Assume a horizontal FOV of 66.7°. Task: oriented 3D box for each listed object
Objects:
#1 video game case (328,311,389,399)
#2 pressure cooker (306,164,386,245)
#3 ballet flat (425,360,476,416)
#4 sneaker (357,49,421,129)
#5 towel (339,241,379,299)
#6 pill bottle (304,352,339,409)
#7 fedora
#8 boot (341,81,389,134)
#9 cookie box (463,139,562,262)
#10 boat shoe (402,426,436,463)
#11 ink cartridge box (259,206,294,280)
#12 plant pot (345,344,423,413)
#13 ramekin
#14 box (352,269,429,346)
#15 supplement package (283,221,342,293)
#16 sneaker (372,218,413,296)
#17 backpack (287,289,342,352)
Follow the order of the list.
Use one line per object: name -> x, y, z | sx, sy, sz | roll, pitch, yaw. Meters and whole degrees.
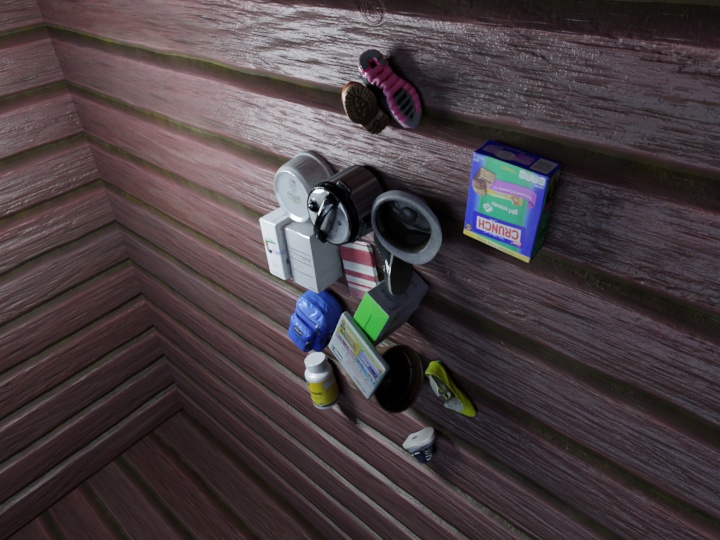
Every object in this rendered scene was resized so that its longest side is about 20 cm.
video game case -> -0.008, 0.242, 1.546 | 0.201, 0.022, 0.183 | 51, 144, 21
pressure cooker -> -0.046, -0.164, 1.435 | 0.177, 0.199, 0.179 | 8, 123, 44
ballet flat -> 0.257, 0.359, 1.602 | 0.201, 0.067, 0.067 | 54, 143, 2
sneaker -> 0.065, -0.402, 1.248 | 0.201, 0.079, 0.095 | 54, 168, 2
towel -> 0.000, 0.000, 1.662 | 0.143, 0.023, 0.203 | 14, 126, 46
pill bottle -> -0.150, 0.416, 2.082 | 0.110, 0.111, 0.203 | 14, 126, 42
fedora -> 0.123, -0.121, 1.353 | 0.198, 0.090, 0.178 | 32, 132, 9
boot -> -0.008, -0.390, 1.250 | 0.075, 0.200, 0.108 | -37, 73, 11
cookie box -> 0.311, -0.144, 1.143 | 0.170, 0.075, 0.203 | 28, 137, 32
boat shoe -> 0.221, 0.588, 1.828 | 0.093, 0.075, 0.200 | 46, 151, 2
ink cartridge box -> -0.228, -0.098, 1.742 | 0.083, 0.144, 0.203 | 22, 133, 36
plant pot -> 0.062, 0.320, 1.708 | 0.197, 0.199, 0.203 | 3, 121, 56
ramekin -> -0.164, -0.235, 1.598 | 0.198, 0.104, 0.203 | 30, 137, 32
box -> 0.077, 0.108, 1.523 | 0.097, 0.175, 0.201 | 45, 143, 16
supplement package -> -0.144, -0.057, 1.697 | 0.118, 0.121, 0.203 | 22, 132, 35
sneaker -> 0.083, -0.031, 1.460 | 0.106, 0.074, 0.205 | -9, 76, 59
backpack -> -0.152, 0.168, 1.848 | 0.161, 0.168, 0.202 | 36, 137, 14
